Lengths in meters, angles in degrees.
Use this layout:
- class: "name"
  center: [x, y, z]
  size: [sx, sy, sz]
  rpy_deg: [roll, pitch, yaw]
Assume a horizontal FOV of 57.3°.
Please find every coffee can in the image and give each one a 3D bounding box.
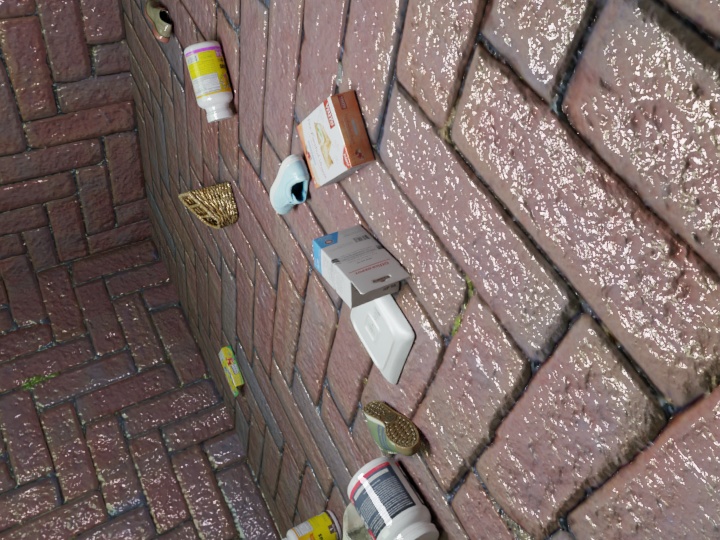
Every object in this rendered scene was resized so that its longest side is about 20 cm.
- class: "coffee can"
  center: [0.023, 0.689, 1.664]
  size: [0.147, 0.143, 0.204]
  rpy_deg: [47, 146, 42]

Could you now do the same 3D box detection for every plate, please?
- class: "plate"
  center: [0.034, 0.117, 1.391]
  size: [0.202, 0.032, 0.202]
  rpy_deg: [58, 152, 29]

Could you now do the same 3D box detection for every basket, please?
- class: "basket"
  center: [-0.504, -0.204, 2.182]
  size: [0.199, 0.146, 0.147]
  rpy_deg: [7, 113, 62]

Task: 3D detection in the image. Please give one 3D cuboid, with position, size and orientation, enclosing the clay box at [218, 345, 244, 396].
- class: "clay box"
  center: [-0.551, 0.435, 2.832]
  size: [0.204, 0.047, 0.115]
  rpy_deg: [66, 155, 10]

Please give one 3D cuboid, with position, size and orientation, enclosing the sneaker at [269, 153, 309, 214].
- class: "sneaker"
  center: [-0.166, -0.181, 1.568]
  size: [0.083, 0.072, 0.201]
  rpy_deg: [64, 155, 23]

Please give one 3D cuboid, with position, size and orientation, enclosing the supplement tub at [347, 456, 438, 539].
- class: "supplement tub"
  center: [0.071, 0.535, 1.467]
  size: [0.201, 0.137, 0.143]
  rpy_deg: [51, 148, 38]

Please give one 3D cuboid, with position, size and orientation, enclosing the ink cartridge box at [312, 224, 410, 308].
- class: "ink cartridge box"
  center: [0.000, 0.000, 1.284]
  size: [0.200, 0.114, 0.069]
  rpy_deg: [47, 147, 45]

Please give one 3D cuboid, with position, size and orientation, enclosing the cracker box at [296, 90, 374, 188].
- class: "cracker box"
  center: [-0.054, -0.252, 1.299]
  size: [0.199, 0.057, 0.137]
  rpy_deg: [-14, 94, 65]

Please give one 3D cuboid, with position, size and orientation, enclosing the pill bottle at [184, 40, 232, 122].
- class: "pill bottle"
  center: [-0.415, -0.522, 1.831]
  size: [0.104, 0.102, 0.206]
  rpy_deg: [8, 114, 63]

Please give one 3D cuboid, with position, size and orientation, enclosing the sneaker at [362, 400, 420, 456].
- class: "sneaker"
  center: [0.076, 0.366, 1.441]
  size: [0.199, 0.066, 0.092]
  rpy_deg: [29, 139, 57]

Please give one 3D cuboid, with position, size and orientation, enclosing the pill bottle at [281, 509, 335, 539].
- class: "pill bottle"
  center: [-0.163, 0.863, 2.114]
  size: [0.109, 0.196, 0.112]
  rpy_deg: [44, 144, 44]

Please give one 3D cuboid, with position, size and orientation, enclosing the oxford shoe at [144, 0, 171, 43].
- class: "oxford shoe"
  center: [-0.672, -0.858, 2.221]
  size: [0.075, 0.069, 0.203]
  rpy_deg: [-47, 59, 33]
